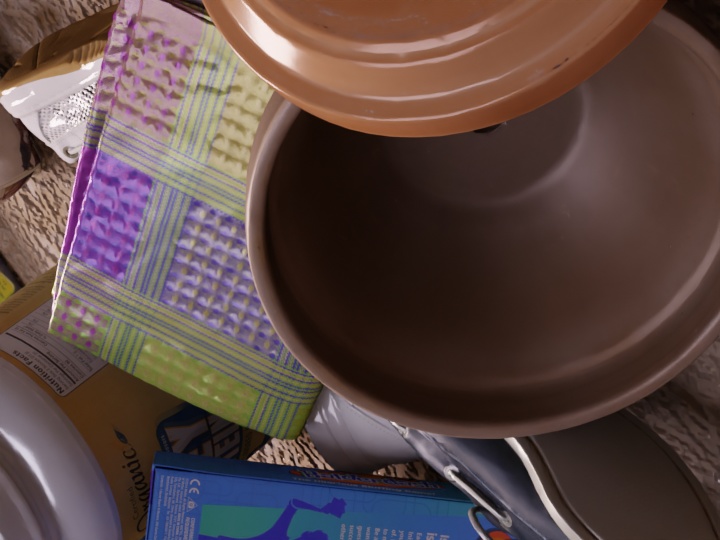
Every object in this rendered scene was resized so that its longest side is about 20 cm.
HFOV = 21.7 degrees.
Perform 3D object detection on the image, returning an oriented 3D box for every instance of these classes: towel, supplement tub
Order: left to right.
[{"bbox_3d":[-0.144,0.077,0.960,0.144,0.200,0.146,26,135,28],"label":"supplement tub"},{"bbox_3d":[-0.059,-0.026,0.830,0.142,0.023,0.201,25,123,7],"label":"towel"}]

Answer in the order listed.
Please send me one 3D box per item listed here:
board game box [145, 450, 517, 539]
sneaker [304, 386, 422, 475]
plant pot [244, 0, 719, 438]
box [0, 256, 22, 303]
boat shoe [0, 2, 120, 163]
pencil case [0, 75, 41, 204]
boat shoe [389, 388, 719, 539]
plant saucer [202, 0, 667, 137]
[{"bbox_3d":[-0.008,0.173,0.883,0.198,0.045,0.154,7,93,-4],"label":"board game box"},{"bbox_3d":[0.000,0.000,0.878,0.099,0.075,0.202,-11,113,30],"label":"sneaker"},{"bbox_3d":[0.053,-0.041,0.727,0.198,0.093,0.203,-2,125,-3],"label":"plant pot"},{"bbox_3d":[-0.279,-0.019,1.154,0.201,0.035,0.110,55,141,-3],"label":"box"},{"bbox_3d":[-0.091,-0.094,0.888,0.199,0.071,0.070,-11,124,47],"label":"boat shoe"},{"bbox_3d":[-0.249,-0.119,1.004,0.077,0.089,0.201,-9,112,48],"label":"pencil case"},{"bbox_3d":[0.071,0.084,0.791,0.200,0.075,0.062,40,133,19],"label":"boat shoe"},{"bbox_3d":[0.025,-0.145,0.628,0.199,0.202,0.032,25,179,30],"label":"plant saucer"}]
